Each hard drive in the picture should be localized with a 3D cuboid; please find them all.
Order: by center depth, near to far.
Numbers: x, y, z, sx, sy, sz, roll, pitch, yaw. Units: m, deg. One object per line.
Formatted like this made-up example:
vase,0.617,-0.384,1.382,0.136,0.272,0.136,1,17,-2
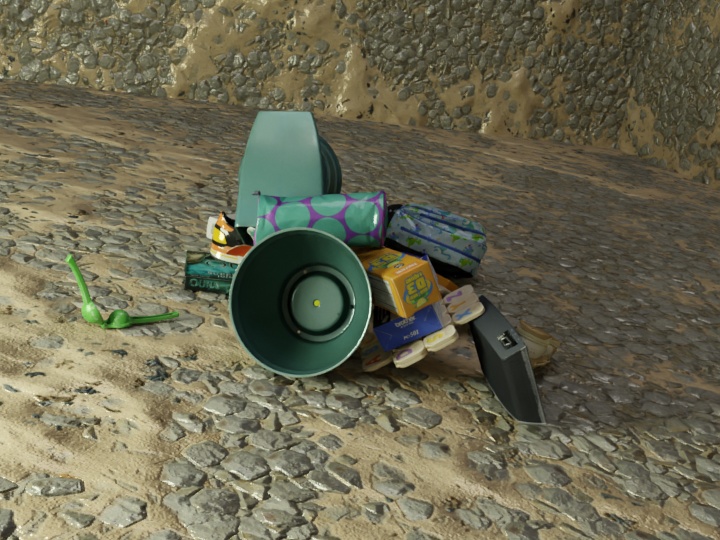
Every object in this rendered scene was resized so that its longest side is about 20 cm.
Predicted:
hard drive,0.199,0.125,1.286,0.042,0.136,0.200,-19,20,-3

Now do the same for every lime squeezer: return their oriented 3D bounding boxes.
lime squeezer,-0.354,0.051,1.311,0.038,0.071,0.199,6,-21,46

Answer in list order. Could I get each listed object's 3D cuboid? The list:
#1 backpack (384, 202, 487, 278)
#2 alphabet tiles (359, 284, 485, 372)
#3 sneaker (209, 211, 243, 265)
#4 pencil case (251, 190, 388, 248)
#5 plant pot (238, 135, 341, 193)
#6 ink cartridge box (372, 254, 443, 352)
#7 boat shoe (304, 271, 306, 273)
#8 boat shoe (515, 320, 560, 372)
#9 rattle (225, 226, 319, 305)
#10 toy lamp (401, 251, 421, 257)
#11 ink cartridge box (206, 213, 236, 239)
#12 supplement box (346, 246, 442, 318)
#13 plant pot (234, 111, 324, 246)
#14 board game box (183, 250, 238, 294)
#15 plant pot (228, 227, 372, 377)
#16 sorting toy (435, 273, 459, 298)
backpack,0.150,-0.057,1.805,0.200,0.154,0.163,37,0,30
alphabet tiles,0.085,0.081,1.348,0.194,0.015,0.200,-28,18,5
sneaker,-0.158,-0.052,1.585,0.198,0.091,0.070,7,17,-10
pencil case,-0.058,-0.075,1.345,0.198,0.086,0.093,-1,21,3
plant pot,-0.129,-0.168,1.654,0.198,0.202,0.196,9,3,-3
ink cartridge box,0.069,0.045,1.371,0.093,0.045,0.200,-24,18,10
boat shoe,-0.044,-0.002,1.580,0.199,0.067,0.057,17,38,-35
boat shoe,0.261,0.122,1.415,0.073,0.070,0.200,28,1,19
rattle,-0.115,-0.009,1.472,0.198,0.131,0.143,24,27,-8
toy lamp,0.031,-0.007,1.710,0.198,0.059,0.058,0,20,-23
ink cartridge box,-0.182,-0.073,1.815,0.160,0.051,0.199,19,15,27
supplement box,0.035,0.010,1.322,0.066,0.069,0.200,-27,22,-21
plant pot,-0.122,-0.148,1.484,0.140,0.202,0.141,0,-13,1
board game box,-0.202,0.008,1.574,0.198,0.028,0.135,7,19,-12
plant pot,-0.072,0.047,1.300,0.198,0.202,0.134,13,-1,10
sorting toy,0.133,0.029,1.576,0.199,0.037,0.185,28,2,-44
